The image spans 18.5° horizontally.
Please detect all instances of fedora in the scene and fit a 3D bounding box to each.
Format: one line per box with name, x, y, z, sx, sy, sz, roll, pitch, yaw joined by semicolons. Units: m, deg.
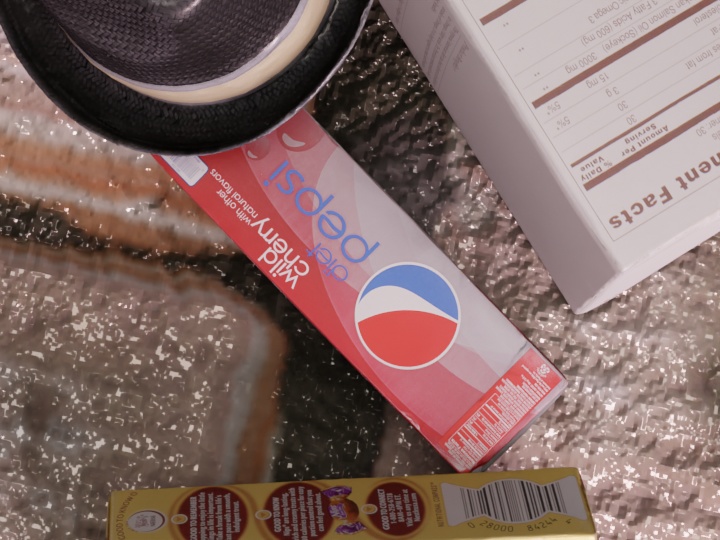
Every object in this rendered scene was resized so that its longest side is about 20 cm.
fedora;-0.091;-0.147;0.904;0.199;0.092;0.202;-3;83;23

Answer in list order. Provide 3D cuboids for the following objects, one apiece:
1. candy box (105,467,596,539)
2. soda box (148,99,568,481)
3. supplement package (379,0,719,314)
candy box;-0.004;0.148;0.925;0.199;0.057;0.117;-3;117;-5
soda box;0.000;0.000;0.966;0.063;0.070;0.200;-44;85;0
supplement package;0.098;-0.100;0.965;0.117;0.117;0.201;-31;84;-9
